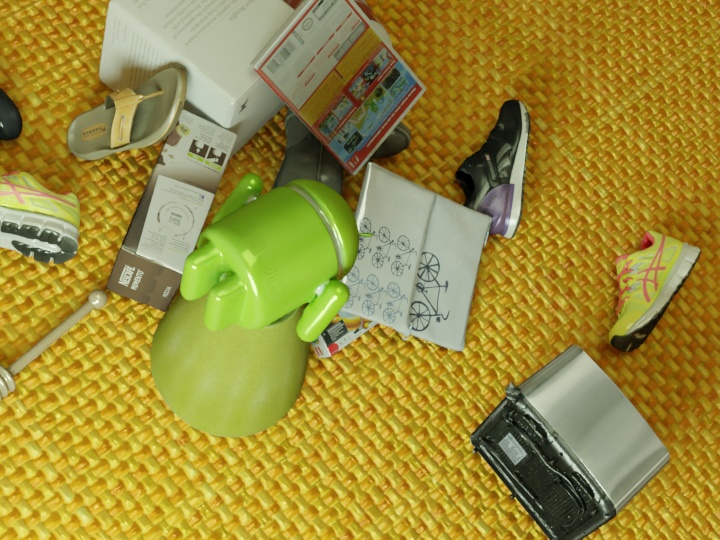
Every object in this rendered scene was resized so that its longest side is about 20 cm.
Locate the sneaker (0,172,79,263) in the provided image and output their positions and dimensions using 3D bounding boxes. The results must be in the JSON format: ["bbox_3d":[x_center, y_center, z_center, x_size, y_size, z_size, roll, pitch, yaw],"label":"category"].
[{"bbox_3d":[-0.414,-0.078,1.575,0.198,0.078,0.091,20,50,-12],"label":"sneaker"}]

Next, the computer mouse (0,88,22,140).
[{"bbox_3d":[-0.468,-0.241,1.630,0.201,0.034,0.059,52,35,-9],"label":"computer mouse"}]

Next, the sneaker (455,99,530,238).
[{"bbox_3d":[0.171,-0.144,1.795,0.086,0.076,0.203,11,61,-5],"label":"sneaker"}]

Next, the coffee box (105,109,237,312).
[{"bbox_3d":[-0.221,-0.069,1.606,0.079,0.113,0.202,23,59,-10],"label":"coffee box"}]

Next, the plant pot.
[{"bbox_3d":[-0.128,0.061,1.521,0.184,0.200,0.190,7,62,-14],"label":"plant pot"}]

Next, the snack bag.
[{"bbox_3d":[0.069,-0.011,1.670,0.198,0.021,0.191,22,72,-28],"label":"snack bag"}]

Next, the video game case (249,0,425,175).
[{"bbox_3d":[-0.023,-0.231,1.638,0.143,0.017,0.200,-50,124,-7],"label":"video game case"}]

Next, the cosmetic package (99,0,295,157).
[{"bbox_3d":[-0.191,-0.267,1.688,0.199,0.165,0.165,40,60,6],"label":"cosmetic package"}]

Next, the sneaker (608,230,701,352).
[{"bbox_3d":[0.360,0.024,1.773,0.090,0.079,0.200,34,53,11],"label":"sneaker"}]

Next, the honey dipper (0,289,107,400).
[{"bbox_3d":[-0.356,0.085,1.535,0.038,0.038,0.200,43,58,7],"label":"honey dipper"}]

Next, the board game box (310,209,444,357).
[{"bbox_3d":[0.000,0.000,1.659,0.199,0.034,0.127,-34,102,-30],"label":"board game box"}]

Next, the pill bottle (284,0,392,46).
[{"bbox_3d":[-0.026,-0.295,1.755,0.111,0.113,0.201,-14,50,-23],"label":"pill bottle"}]

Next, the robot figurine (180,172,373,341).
[{"bbox_3d":[-0.085,-0.018,1.390,0.199,0.116,0.176,-31,68,-28],"label":"robot figurine"}]

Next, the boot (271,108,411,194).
[{"bbox_3d":[-0.030,-0.105,1.712,0.179,0.073,0.202,5,56,-1],"label":"boot"}]

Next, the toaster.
[{"bbox_3d":[0.235,0.201,1.566,0.118,0.200,0.181,-36,78,-24],"label":"toaster"}]

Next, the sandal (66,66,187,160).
[{"bbox_3d":[-0.282,-0.182,1.608,0.054,0.198,0.082,17,62,-53],"label":"sandal"}]
